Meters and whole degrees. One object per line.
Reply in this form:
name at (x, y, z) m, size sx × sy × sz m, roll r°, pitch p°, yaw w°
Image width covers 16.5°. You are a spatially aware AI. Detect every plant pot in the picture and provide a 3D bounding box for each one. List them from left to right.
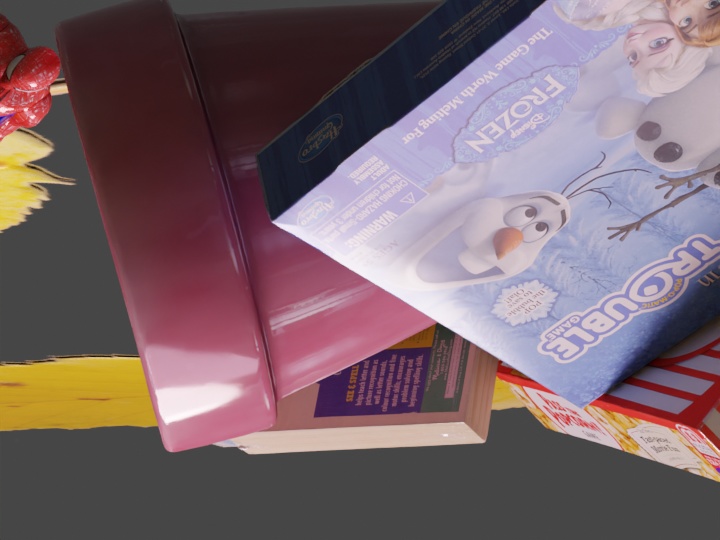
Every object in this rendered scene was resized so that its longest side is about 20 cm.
plant pot at (-0.026, -0.036, 1.100) m, size 0.178 × 0.201 × 0.200 m, roll -15°, pitch 172°, yaw -5°

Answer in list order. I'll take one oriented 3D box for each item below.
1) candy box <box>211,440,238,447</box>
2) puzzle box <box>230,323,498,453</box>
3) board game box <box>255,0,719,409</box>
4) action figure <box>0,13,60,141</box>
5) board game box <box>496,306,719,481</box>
candy box at (-0.027, 0.056, 1.811) m, size 0.199 × 0.137 × 0.061 m, roll -5°, pitch 168°, yaw 25°
puzzle box at (0.012, -0.008, 1.199) m, size 0.133 × 0.201 × 0.025 m, roll -4°, pitch 151°, yaw 29°
board game box at (0.098, -0.046, 0.982) m, size 0.200 × 0.043 × 0.199 m, roll -37°, pitch 134°, yaw 25°
action figure at (-0.202, -0.080, 1.160) m, size 0.200 × 0.066 × 0.052 m, roll -10°, pitch -156°, yaw 46°
board game box at (0.161, 0.015, 1.103) m, size 0.046 × 0.152 × 0.200 m, roll 45°, pitch 167°, yaw -19°
